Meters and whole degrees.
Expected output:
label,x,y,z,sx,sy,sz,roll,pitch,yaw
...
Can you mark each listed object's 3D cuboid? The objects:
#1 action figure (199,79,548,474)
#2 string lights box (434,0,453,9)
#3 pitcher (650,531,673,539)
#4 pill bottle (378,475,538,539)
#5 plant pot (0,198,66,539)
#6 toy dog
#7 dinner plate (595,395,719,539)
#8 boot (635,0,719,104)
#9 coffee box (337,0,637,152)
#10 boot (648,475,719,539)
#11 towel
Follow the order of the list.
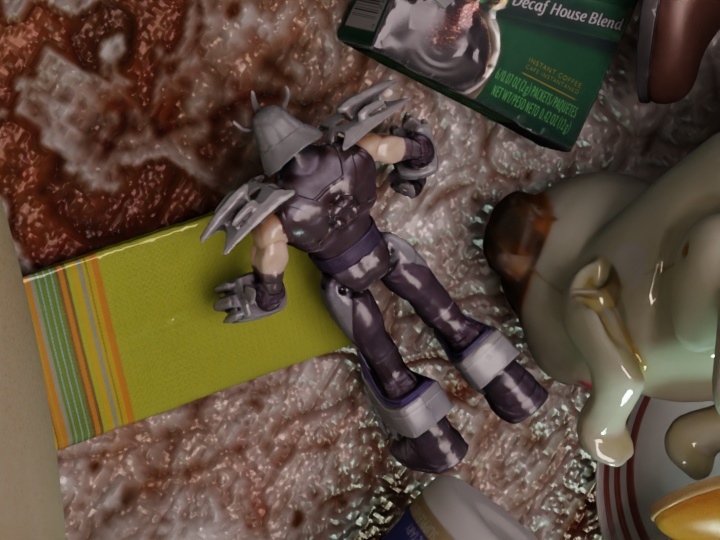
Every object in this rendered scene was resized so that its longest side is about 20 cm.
label,x,y,z,sx,sy,sz,roll,pitch,yaw
action figure,0.000,0.000,1.182,0.130,0.069,0.200,-36,113,-6
string lights box,0.077,-0.221,1.133,0.200,0.059,0.103,-39,74,8
pitcher,0.169,0.231,1.239,0.121,0.171,0.201,15,107,-49
pill bottle,0.016,0.206,1.204,0.120,0.120,0.200,39,95,-25
plant pot,-0.204,0.048,1.065,0.186,0.187,0.201,6,84,-25
toy dog,0.142,0.001,1.183,0.139,0.199,0.195,-5,90,-37
dinner plate,0.203,0.095,1.327,0.199,0.024,0.202,-5,103,-23
boot,0.241,-0.134,1.198,0.199,0.068,0.189,24,82,11
coffee box,0.084,-0.172,1.211,0.123,0.044,0.201,25,88,-25
boot,0.234,0.159,1.159,0.200,0.071,0.145,-3,74,-2
towel,-0.091,0.022,1.187,0.199,0.018,0.087,-19,112,-21
